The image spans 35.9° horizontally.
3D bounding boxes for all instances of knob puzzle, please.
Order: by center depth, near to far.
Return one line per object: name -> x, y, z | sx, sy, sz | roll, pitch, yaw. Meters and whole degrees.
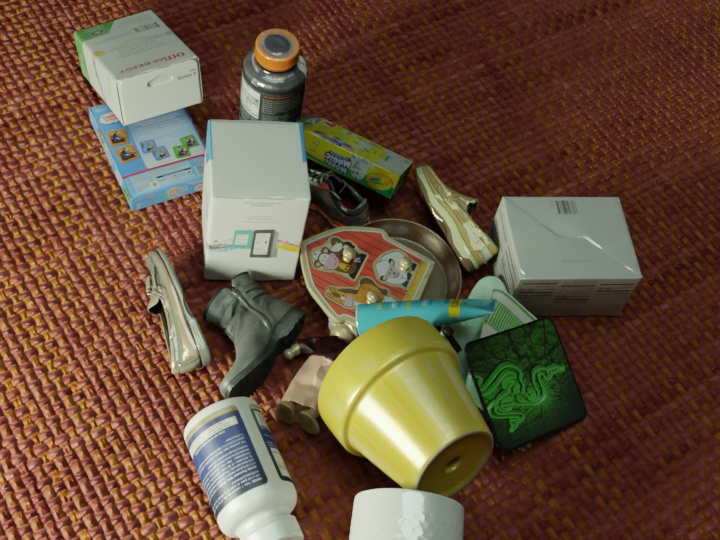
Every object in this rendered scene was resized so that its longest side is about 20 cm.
knob puzzle -> 0.000, 0.000, 1.666 | 0.216, 0.031, 0.222 | 9, 52, -11

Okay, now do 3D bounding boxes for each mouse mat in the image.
mouse mat -> 0.242, 0.161, 1.607 | 0.198, 0.007, 0.163 | -14, 81, -39

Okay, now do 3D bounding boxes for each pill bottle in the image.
pill bottle -> -0.149, 0.278, 1.457 | 0.109, 0.112, 0.202 | -17, 60, -20
pill bottle -> -0.141, -0.293, 1.794 | 0.104, 0.201, 0.108 | 5, 55, -7

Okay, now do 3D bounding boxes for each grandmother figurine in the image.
grandmother figurine -> -0.054, 0.136, 1.607 | 0.120, 0.061, 0.201 | 26, 53, 9

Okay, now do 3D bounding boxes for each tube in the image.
tube -> 0.093, 0.062, 1.564 | 0.196, 0.051, 0.078 | -7, 15, 11

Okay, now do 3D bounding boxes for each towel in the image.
towel -> 0.221, 0.141, 1.627 | 0.152, 0.023, 0.202 | 40, 52, -25

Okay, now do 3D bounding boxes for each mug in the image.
mug -> 0.074, 0.391, 1.414 | 0.198, 0.147, 0.178 | 24, 60, -31

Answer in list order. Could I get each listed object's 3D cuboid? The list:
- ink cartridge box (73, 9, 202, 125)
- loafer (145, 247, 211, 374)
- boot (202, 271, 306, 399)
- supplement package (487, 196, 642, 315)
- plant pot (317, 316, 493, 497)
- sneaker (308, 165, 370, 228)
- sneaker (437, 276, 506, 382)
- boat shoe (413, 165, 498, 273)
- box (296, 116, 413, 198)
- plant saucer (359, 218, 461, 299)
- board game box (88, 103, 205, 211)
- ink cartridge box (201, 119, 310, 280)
ink cartridge box -> -0.364, -0.334, 1.819 | 0.144, 0.089, 0.200 | -22, 42, -23
loafer -> -0.280, 0.058, 1.613 | 0.062, 0.072, 0.202 | -22, 65, -15
boot -> -0.179, 0.097, 1.610 | 0.130, 0.070, 0.200 | 29, 44, 12
supplement package -> 0.315, -0.022, 1.747 | 0.196, 0.112, 0.158 | 0, 56, -11
plant pot -> 0.073, 0.197, 1.478 | 0.198, 0.203, 0.189 | -23, 50, -24
sneaker -> -0.063, -0.139, 1.776 | 0.198, 0.082, 0.077 | 31, 56, 11
sneaker -> 0.152, 0.063, 1.650 | 0.118, 0.073, 0.202 | 48, 50, -30
boat shoe -> 0.156, -0.094, 1.782 | 0.075, 0.072, 0.202 | -31, 69, 6
box -> -0.020, -0.189, 1.803 | 0.198, 0.049, 0.117 | 28, 21, 5
plant saucer -> 0.058, 0.010, 1.726 | 0.196, 0.035, 0.203 | 6, 56, -8
board game box -> -0.335, -0.201, 1.797 | 0.149, 0.037, 0.202 | -18, 61, -21
ink cartridge box -> -0.161, -0.101, 1.660 | 0.143, 0.201, 0.149 | 0, 56, -12
